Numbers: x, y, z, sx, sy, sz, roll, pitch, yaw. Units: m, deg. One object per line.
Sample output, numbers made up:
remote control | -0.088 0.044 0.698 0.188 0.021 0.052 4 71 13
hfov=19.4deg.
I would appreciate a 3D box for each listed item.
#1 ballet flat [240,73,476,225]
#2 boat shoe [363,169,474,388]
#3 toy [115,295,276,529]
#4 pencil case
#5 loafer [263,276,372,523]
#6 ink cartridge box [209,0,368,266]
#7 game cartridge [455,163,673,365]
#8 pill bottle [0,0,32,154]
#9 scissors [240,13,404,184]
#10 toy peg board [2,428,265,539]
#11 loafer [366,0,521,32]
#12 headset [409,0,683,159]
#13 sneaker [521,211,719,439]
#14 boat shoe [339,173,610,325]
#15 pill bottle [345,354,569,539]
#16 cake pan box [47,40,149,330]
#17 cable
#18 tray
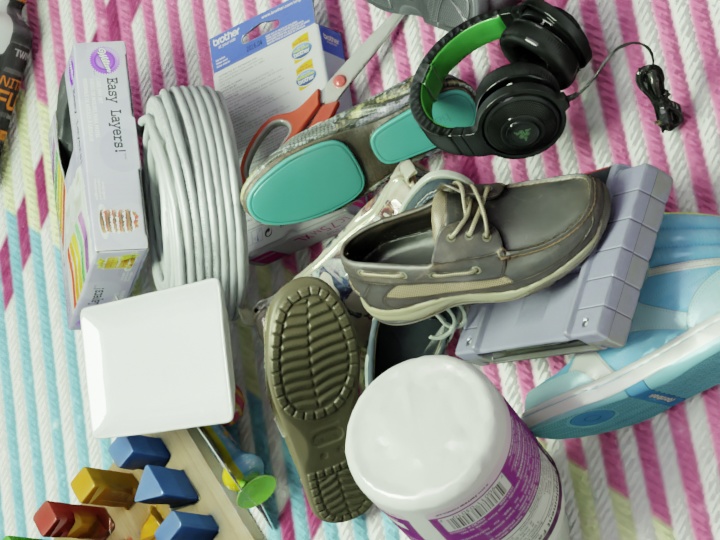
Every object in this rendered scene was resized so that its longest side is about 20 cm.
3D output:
ballet flat | -0.003 -0.096 1.626 0.199 0.072 0.072 -25 60 0
boat shoe | 0.042 0.022 1.549 0.062 0.074 0.201 -73 3 -60
toy | -0.120 0.105 1.698 0.047 0.115 0.200 -32 55 -1
pencil case | 0.000 0.000 1.618 0.200 0.089 0.078 -45 43 24
loafer | -0.038 0.094 1.595 0.067 0.076 0.201 -137 36 -63
ink cartridge box | -0.060 -0.117 1.730 0.119 0.042 0.201 -22 69 33
game cartridge | 0.138 -0.003 1.472 0.200 0.038 0.131 -15 58 64
pill bottle | -0.369 -0.184 1.964 0.106 0.106 0.201 16 90 41
scissors | -0.029 -0.144 1.680 0.073 0.014 0.201 23 80 19
toy peg board | -0.194 0.240 1.724 0.199 0.098 0.200 -51 53 20
loafer | 0.049 -0.238 1.663 0.200 0.063 0.072 35 133 44
headset | 0.133 -0.131 1.530 0.199 0.094 0.124 0 54 36
sneaker | 0.188 0.030 1.462 0.199 0.079 0.131 -27 65 23
boat shoe | 0.073 -0.020 1.428 0.199 0.073 0.075 -23 50 25
pill bottle | 0.075 0.146 1.439 0.111 0.200 0.113 -11 59 19
cake pan box | -0.225 -0.073 1.792 0.184 0.052 0.201 129 136 -63
cable | -0.134 -0.049 1.693 0.200 0.069 0.202 130 133 -75
tray | -0.154 0.071 1.632 0.199 0.022 0.108 -12 84 51
